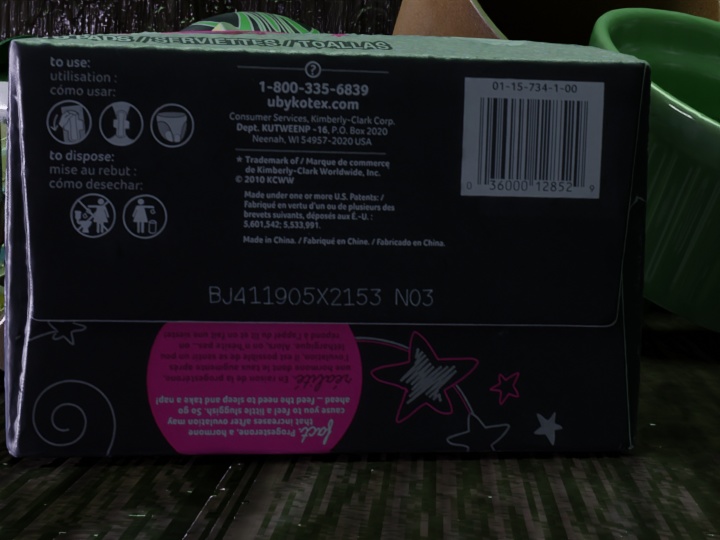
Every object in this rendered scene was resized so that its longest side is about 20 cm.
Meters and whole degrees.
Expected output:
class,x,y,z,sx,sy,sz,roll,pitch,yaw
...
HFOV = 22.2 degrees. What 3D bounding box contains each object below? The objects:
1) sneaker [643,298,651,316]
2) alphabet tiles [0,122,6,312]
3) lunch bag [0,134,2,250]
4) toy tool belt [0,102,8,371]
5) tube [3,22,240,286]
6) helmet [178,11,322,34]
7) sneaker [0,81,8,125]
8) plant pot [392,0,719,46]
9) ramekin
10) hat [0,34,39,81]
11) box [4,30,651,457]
class,x,y,z,sx,sy,sz,roll,pitch,yaw
sneaker,0.099,0.000,1.039,0.084,0.077,0.200,-18,7,-20
alphabet tiles,-0.150,-0.024,0.841,0.200,0.008,0.167,27,38,33
lunch bag,-0.207,-0.069,0.739,0.127,0.170,0.200,4,28,-5
toy tool belt,-0.052,-0.006,0.752,0.200,0.123,0.125,8,5,-25
tube,-0.127,-0.051,1.017,0.058,0.200,0.052,37,16,-28
helmet,-0.074,-0.080,1.263,0.200,0.200,0.191,-1,-20,-23
sneaker,-0.151,-0.030,0.945,0.200,0.116,0.074,7,-13,19
plant pot,0.095,-0.133,1.142,0.186,0.187,0.200,-1,-26,-26
ramekin,0.192,-0.044,0.914,0.200,0.098,0.200,17,25,-8
hat,-0.148,-0.033,1.073,0.176,0.166,0.200,24,39,12
box,-0.017,-0.012,0.614,0.200,0.132,0.115,0,5,-11
